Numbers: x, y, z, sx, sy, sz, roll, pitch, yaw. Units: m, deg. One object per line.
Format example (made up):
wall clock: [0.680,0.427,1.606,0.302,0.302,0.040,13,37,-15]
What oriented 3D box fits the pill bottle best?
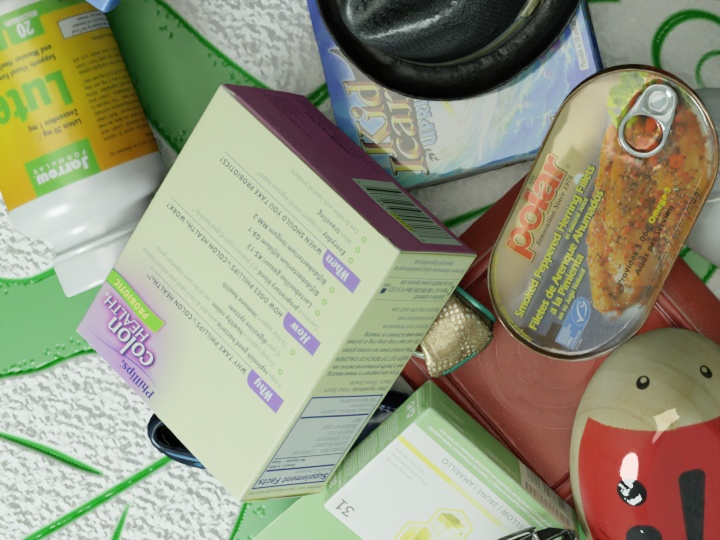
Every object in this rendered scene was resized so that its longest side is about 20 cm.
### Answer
pill bottle: [-0.198,-0.090,1.550,0.110,0.111,0.201,-21,92,12]

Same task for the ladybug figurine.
ladybug figurine: [0.208,0.137,1.499,0.135,0.072,0.201,-14,115,-5]

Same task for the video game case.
video game case: [0.061,-0.163,1.523,0.180,0.045,0.202,-14,90,12]

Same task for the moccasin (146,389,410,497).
moccasin: [-0.049,0.120,1.568,0.198,0.068,0.081,-4,96,10]

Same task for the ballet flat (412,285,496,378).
ballet flat: [0.000,0.000,1.524,0.200,0.071,0.065,39,85,25]

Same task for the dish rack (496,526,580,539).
dish rack: [0.115,0.272,1.466,0.153,0.055,0.201,-22,80,-24]

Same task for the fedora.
fedora: [0.048,-0.200,1.438,0.199,0.092,0.202,3,101,18]

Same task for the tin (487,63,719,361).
tin: [0.156,-0.038,1.483,0.111,0.042,0.201,24,106,-4]

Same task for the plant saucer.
plant saucer: [0.134,0.050,1.545,0.199,0.037,0.200,-42,87,12]

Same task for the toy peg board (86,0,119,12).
toy peg board: [-0.189,-0.240,1.500,0.199,0.200,0.098,35,118,4]

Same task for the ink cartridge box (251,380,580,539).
ink cartridge box: [0.027,0.187,1.534,0.145,0.048,0.200,41,109,-17]

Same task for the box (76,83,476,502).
box: [-0.056,0.015,1.472,0.176,0.096,0.201,42,110,27]

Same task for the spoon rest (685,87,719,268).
spoon rest: [0.252,-0.025,1.513,0.099,0.061,0.201,-27,78,11]
